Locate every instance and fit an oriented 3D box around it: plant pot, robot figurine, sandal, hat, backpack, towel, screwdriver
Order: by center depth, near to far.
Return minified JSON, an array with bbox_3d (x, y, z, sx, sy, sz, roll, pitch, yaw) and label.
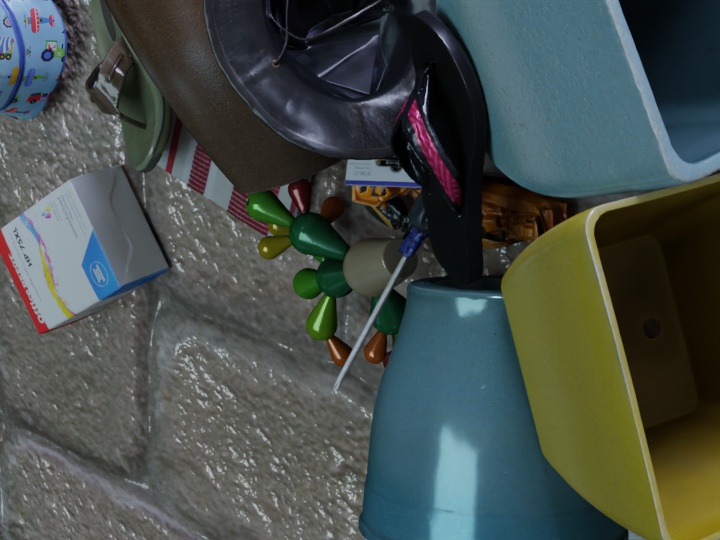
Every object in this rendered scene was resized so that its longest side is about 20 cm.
[{"bbox_3d":[0.161,-0.152,0.884,0.200,0.196,0.196,-18,95,58],"label":"plant pot"},{"bbox_3d":[0.201,0.045,0.896,0.176,0.200,0.200,-9,96,67],"label":"plant pot"},{"bbox_3d":[0.049,-0.072,0.936,0.075,0.045,0.200,46,149,52],"label":"sandal"},{"bbox_3d":[-0.019,-0.169,0.993,0.201,0.200,0.081,67,166,-2],"label":"hat"},{"bbox_3d":[0.023,0.003,1.036,0.200,0.029,0.028,-58,36,9],"label":"screwdriver"},{"bbox_3d":[0.099,0.100,1.042,0.200,0.200,0.188,4,96,40],"label":"plant pot"},{"bbox_3d":[0.066,-0.083,1.074,0.200,0.058,0.145,11,111,38],"label":"robot figurine"},{"bbox_3d":[-0.085,-0.169,1.100,0.187,0.187,0.200,-8,109,42],"label":"plant pot"},{"bbox_3d":[-0.117,-0.127,1.243,0.200,0.023,0.144,33,125,25],"label":"towel"},{"bbox_3d":[-0.221,-0.176,1.258,0.080,0.057,0.201,-41,64,50],"label":"sandal"},{"bbox_3d":[-0.382,-0.235,1.353,0.200,0.134,0.183,52,133,8],"label":"backpack"}]

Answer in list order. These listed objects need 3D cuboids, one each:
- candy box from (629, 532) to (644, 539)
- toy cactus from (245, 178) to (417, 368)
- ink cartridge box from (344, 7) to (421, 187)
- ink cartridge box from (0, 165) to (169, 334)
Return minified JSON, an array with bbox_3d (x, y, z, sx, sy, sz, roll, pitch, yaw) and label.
[{"bbox_3d":[0.238,0.235,1.077,0.200,0.026,0.102,-11,97,43],"label":"candy box"},{"bbox_3d":[0.000,0.000,1.130,0.200,0.102,0.165,55,153,-10],"label":"toy cactus"},{"bbox_3d":[0.043,-0.158,1.030,0.095,0.037,0.200,5,85,37],"label":"ink cartridge box"},{"bbox_3d":[-0.291,-0.012,1.407,0.200,0.067,0.116,-27,89,44],"label":"ink cartridge box"}]
